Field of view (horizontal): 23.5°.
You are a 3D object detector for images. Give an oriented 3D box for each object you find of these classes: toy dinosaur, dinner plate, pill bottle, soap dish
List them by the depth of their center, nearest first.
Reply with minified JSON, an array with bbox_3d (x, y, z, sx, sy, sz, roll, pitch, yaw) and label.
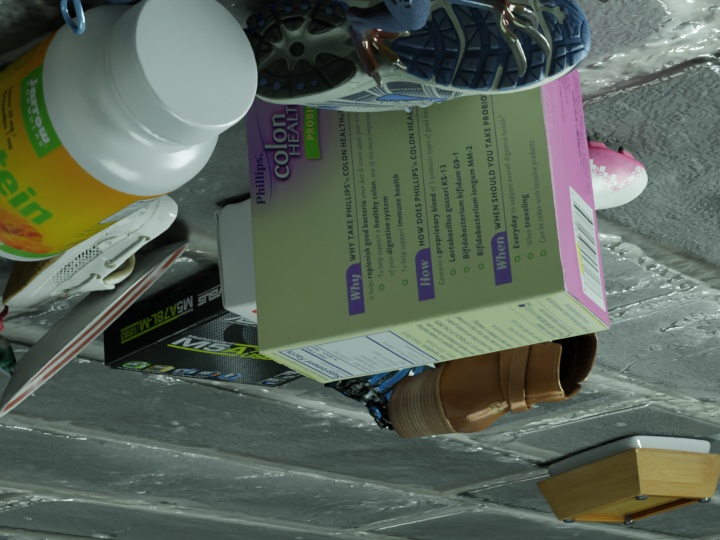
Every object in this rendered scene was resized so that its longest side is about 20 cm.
[{"bbox_3d":[0.040,-0.146,0.828,0.200,0.105,0.181,-6,173,-25],"label":"toy dinosaur"},{"bbox_3d":[-0.151,-0.085,0.992,0.111,0.111,0.200,11,156,-39],"label":"pill bottle"},{"bbox_3d":[-0.211,0.039,1.334,0.200,0.024,0.200,-43,-177,3],"label":"dinner plate"},{"bbox_3d":[0.356,0.279,2.274,0.157,0.081,0.200,8,157,-33],"label":"soap dish"}]

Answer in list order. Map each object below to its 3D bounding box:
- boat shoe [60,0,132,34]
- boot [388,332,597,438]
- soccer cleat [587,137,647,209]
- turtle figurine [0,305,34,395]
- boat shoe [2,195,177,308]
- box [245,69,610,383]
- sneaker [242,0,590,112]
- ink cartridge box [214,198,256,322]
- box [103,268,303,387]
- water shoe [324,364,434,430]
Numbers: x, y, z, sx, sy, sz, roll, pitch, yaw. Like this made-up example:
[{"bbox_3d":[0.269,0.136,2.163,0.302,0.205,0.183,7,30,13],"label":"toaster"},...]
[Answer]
[{"bbox_3d":[-0.124,-0.163,0.830,0.200,0.069,0.084,-13,160,24],"label":"boat shoe"},{"bbox_3d":[0.118,0.058,1.411,0.155,0.077,0.200,-16,-159,29],"label":"boot"},{"bbox_3d":[0.117,-0.048,1.213,0.200,0.087,0.070,5,159,-28],"label":"soccer cleat"},{"bbox_3d":[-0.360,0.055,1.385,0.150,0.101,0.200,-26,140,15],"label":"turtle figurine"},{"bbox_3d":[-0.196,-0.011,1.247,0.069,0.071,0.200,26,149,-24],"label":"boat shoe"},{"bbox_3d":[0.039,-0.038,1.079,0.200,0.176,0.097,-12,160,21],"label":"box"},{"bbox_3d":[0.034,-0.129,0.995,0.200,0.077,0.085,-1,173,12],"label":"sneaker"},{"bbox_3d":[0.000,0.000,1.331,0.145,0.085,0.200,-14,160,24],"label":"ink cartridge box"},{"bbox_3d":[-0.095,0.054,1.532,0.200,0.048,0.193,10,159,-40],"label":"box"},{"bbox_3d":[0.025,0.115,1.695,0.200,0.079,0.071,9,157,-35],"label":"water shoe"}]
